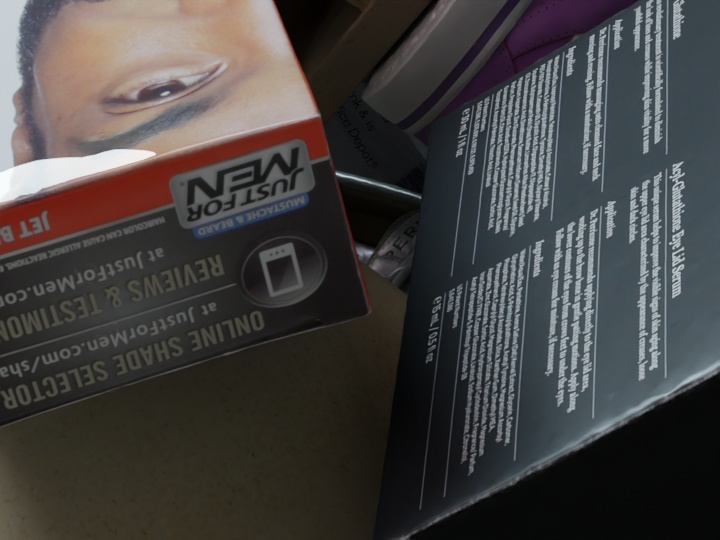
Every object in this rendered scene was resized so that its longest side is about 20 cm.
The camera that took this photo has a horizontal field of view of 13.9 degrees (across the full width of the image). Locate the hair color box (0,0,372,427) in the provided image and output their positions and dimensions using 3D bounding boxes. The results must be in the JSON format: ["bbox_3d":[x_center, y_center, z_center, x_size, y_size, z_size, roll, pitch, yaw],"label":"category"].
[{"bbox_3d":[-0.076,-0.051,0.749,0.111,0.064,0.200,-17,37,-4],"label":"hair color box"}]

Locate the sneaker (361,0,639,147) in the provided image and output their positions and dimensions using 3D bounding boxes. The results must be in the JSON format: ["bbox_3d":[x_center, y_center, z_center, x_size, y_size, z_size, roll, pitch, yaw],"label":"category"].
[{"bbox_3d":[0.100,-0.090,0.840,0.201,0.114,0.073,-50,10,38],"label":"sneaker"}]

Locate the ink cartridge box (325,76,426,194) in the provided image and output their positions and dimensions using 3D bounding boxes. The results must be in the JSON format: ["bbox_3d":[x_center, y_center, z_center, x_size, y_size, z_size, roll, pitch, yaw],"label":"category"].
[{"bbox_3d":[-0.043,-0.067,1.092,0.200,0.146,0.084,-39,17,-29],"label":"ink cartridge box"}]

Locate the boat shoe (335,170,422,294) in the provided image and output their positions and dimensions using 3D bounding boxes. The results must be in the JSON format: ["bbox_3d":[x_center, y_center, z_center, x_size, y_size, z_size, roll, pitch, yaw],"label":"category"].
[{"bbox_3d":[0.001,-0.001,0.942,0.074,0.065,0.202,-38,31,-26],"label":"boat shoe"}]

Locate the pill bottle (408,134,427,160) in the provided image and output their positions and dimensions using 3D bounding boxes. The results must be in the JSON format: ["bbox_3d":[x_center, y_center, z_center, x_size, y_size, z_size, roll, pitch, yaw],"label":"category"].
[{"bbox_3d":[0.108,-0.103,1.005,0.200,0.112,0.112,-34,17,-12],"label":"pill bottle"}]

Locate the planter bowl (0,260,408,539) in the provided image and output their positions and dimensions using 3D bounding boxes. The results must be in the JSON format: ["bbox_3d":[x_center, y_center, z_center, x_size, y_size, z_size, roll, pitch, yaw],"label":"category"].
[{"bbox_3d":[-0.061,0.055,0.796,0.200,0.135,0.200,-28,16,9],"label":"planter bowl"}]

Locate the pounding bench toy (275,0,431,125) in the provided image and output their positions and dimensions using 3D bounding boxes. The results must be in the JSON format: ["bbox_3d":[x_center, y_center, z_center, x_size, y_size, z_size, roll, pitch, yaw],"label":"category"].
[{"bbox_3d":[-0.018,-0.170,0.866,0.200,0.156,0.124,-47,15,41],"label":"pounding bench toy"}]

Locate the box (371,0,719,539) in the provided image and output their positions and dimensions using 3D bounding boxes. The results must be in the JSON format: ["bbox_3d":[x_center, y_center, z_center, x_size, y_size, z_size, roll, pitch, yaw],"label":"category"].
[{"bbox_3d":[0.087,0.004,0.727,0.141,0.079,0.200,-33,23,24],"label":"box"}]
